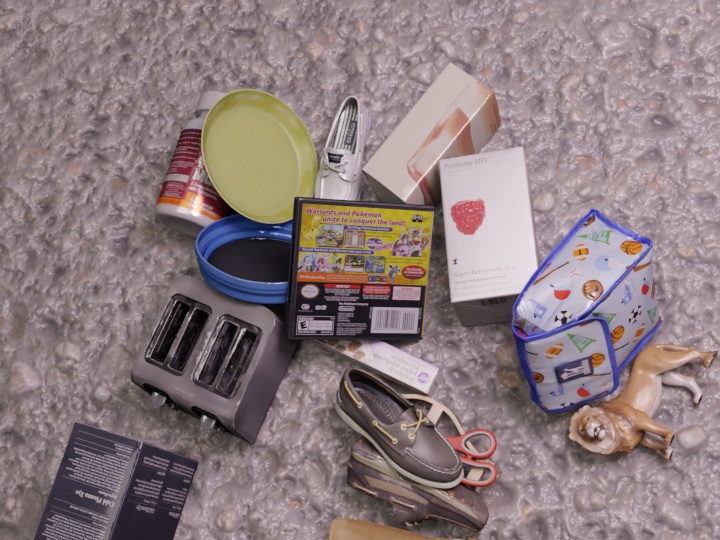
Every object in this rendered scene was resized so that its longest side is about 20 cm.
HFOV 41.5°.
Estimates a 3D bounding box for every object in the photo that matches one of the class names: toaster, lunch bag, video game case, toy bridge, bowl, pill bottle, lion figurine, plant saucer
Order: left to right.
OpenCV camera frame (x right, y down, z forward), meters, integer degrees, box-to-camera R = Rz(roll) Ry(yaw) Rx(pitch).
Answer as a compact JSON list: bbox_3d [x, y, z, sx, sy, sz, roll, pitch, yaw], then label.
[{"bbox_3d":[-0.228,-0.157,1.421,0.108,0.110,0.204,12,76,17],"label":"pill bottle"},{"bbox_3d":[-0.194,0.116,1.318,0.178,0.119,0.203,21,78,18],"label":"toaster"},{"bbox_3d":[-0.150,-0.163,1.385,0.031,0.197,0.204,-19,62,49],"label":"plant saucer"},{"bbox_3d":[-0.131,-0.018,1.326,0.196,0.040,0.202,5,30,-3],"label":"bowl"},{"bbox_3d":[0.000,0.000,1.263,0.196,0.025,0.185,2,98,-23],"label":"video game case"},{"bbox_3d":[0.092,0.209,1.265,0.198,0.027,0.068,28,80,19],"label":"toy bridge"},{"bbox_3d":[0.272,0.062,1.165,0.200,0.171,0.123,-42,47,-16],"label":"lunch bag"},{"bbox_3d":[0.357,0.158,1.201,0.121,0.073,0.201,25,65,33],"label":"lion figurine"}]

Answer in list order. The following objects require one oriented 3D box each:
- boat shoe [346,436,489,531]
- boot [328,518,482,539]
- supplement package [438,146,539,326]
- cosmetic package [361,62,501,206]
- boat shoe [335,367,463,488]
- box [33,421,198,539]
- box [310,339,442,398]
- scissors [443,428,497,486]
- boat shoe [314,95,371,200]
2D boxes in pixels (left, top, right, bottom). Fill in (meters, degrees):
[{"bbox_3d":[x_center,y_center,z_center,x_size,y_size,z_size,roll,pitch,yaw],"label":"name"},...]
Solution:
[{"bbox_3d":[0.071,0.288,1.230,0.197,0.074,0.074,26,105,17],"label":"boat shoe"},{"bbox_3d":[0.052,0.411,1.193,0.196,0.066,0.178,1,64,15],"label":"boot"},{"bbox_3d":[0.177,-0.043,1.276,0.119,0.120,0.204,-8,70,12],"label":"supplement package"},{"bbox_3d":[0.104,-0.176,1.349,0.087,0.103,0.201,38,85,23],"label":"cosmetic package"},{"bbox_3d":[0.049,0.198,1.207,0.200,0.061,0.071,33,46,24],"label":"boat shoe"},{"bbox_3d":[-0.317,0.313,1.239,0.102,0.200,0.185,12,74,15],"label":"box"},{"bbox_3d":[0.016,0.115,1.308,0.197,0.041,0.039,24,79,21],"label":"box"},{"bbox_3d":[0.084,0.227,1.237,0.196,0.014,0.074,11,75,15],"label":"scissors"},{"bbox_3d":[-0.033,-0.160,1.396,0.072,0.067,0.204,4,73,15],"label":"boat shoe"}]
